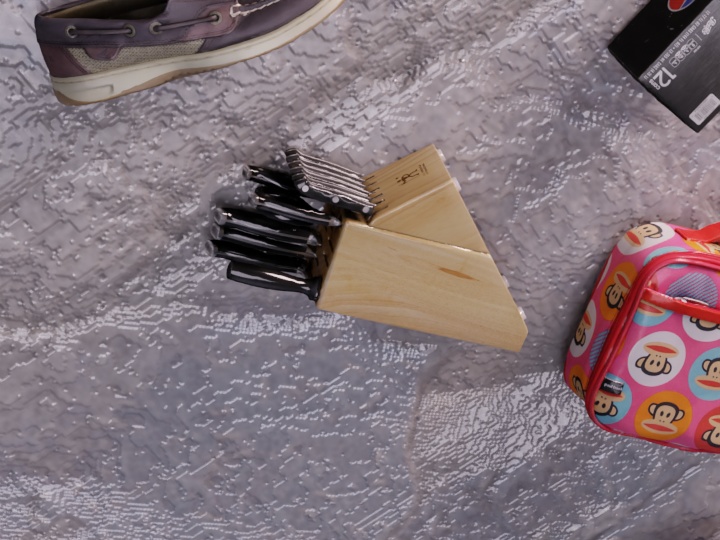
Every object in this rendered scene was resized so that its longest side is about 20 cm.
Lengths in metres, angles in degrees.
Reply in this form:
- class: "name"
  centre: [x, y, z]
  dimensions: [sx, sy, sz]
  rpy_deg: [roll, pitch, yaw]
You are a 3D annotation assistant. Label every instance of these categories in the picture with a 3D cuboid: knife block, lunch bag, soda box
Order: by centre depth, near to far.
- class: "soda box"
  centre: [0.258, -0.190, 0.932]
  dimensions: [0.063, 0.071, 0.200]
  rpy_deg: [37, 106, -24]
- class: "knife block"
  centre: [0.000, 0.000, 0.992]
  dimensions: [0.175, 0.064, 0.200]
  rpy_deg: [-27, 119, 5]
- class: "lunch bag"
  centre: [0.266, 0.045, 1.059]
  dimensions: [0.200, 0.082, 0.176]
  rpy_deg: [13, 111, -18]

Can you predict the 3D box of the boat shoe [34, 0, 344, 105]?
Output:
- class: "boat shoe"
  centre: [-0.105, -0.162, 0.883]
  dimensions: [0.200, 0.072, 0.065]
  rpy_deg: [-18, 124, 6]
